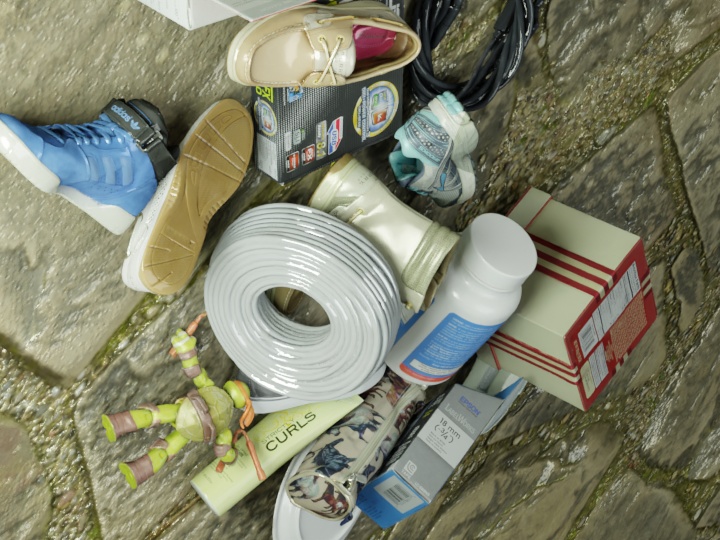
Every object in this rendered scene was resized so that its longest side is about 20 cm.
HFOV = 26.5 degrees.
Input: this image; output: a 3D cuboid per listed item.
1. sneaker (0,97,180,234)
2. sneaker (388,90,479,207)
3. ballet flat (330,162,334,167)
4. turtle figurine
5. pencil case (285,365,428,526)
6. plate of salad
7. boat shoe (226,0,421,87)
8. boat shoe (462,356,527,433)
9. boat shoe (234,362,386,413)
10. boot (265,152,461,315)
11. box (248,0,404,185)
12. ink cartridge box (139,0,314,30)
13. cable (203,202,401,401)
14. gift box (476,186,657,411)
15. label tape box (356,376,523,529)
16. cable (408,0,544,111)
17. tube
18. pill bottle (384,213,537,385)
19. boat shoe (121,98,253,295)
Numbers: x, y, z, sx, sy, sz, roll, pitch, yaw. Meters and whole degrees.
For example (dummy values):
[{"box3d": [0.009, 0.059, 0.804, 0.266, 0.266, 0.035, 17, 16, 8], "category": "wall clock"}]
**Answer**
[{"box3d": [-0.227, -0.112, 1.287, 0.111, 0.077, 0.200, -50, 147, 2], "category": "sneaker"}, {"box3d": [0.068, -0.117, 1.596, 0.086, 0.078, 0.200, -28, 158, -8], "category": "sneaker"}, {"box3d": [0.007, -0.048, 1.604, 0.067, 0.067, 0.200, -39, 143, 4], "category": "ballet flat"}, {"box3d": [-0.167, 0.156, 1.532, 0.161, 0.064, 0.200, -27, 116, -23], "category": "turtle figurine"}, {"box3d": [0.001, 0.187, 1.684, 0.200, 0.089, 0.078, -52, 123, -40], "category": "pencil case"}, {"box3d": [-0.046, 0.249, 1.765, 0.200, 0.048, 0.201, -33, 133, -44], "category": "plate of salad"}, {"box3d": [-0.027, -0.200, 1.374, 0.200, 0.069, 0.074, -21, 130, -37], "category": "boat shoe"}, {"box3d": [0.179, 0.121, 1.917, 0.201, 0.070, 0.072, -57, 162, -1], "category": "boat shoe"}, {"box3d": [-0.050, 0.097, 1.648, 0.200, 0.070, 0.066, -10, 125, -34], "category": "boat shoe"}, {"box3d": [0.000, 0.000, 1.528, 0.200, 0.154, 0.072, -60, 173, 34], "category": "boot"}, {"box3d": [-0.031, -0.200, 1.464, 0.160, 0.044, 0.200, -26, 134, -32], "category": "box"}, {"box3d": [-0.067, -0.247, 1.285, 0.200, 0.173, 0.044, -25, 133, -33], "category": "ink cartridge box"}, {"box3d": [-0.060, 0.033, 1.485, 0.200, 0.200, 0.069, -51, -174, 41], "category": "cable"}, {"box3d": [0.209, 0.035, 1.774, 0.200, 0.187, 0.185, -45, 142, -23], "category": "gift box"}, {"box3d": [0.085, 0.193, 1.764, 0.200, 0.063, 0.144, -50, -177, -30], "category": "label tape box"}, {"box3d": [0.119, -0.255, 1.580, 0.200, 0.051, 0.163, -52, 142, -4], "category": "cable"}, {"box3d": [-0.094, 0.183, 1.661, 0.200, 0.058, 0.052, -38, 178, -14], "category": "tube"}, {"box3d": [0.105, 0.029, 1.650, 0.112, 0.112, 0.200, -15, 156, -40], "category": "pill bottle"}, {"box3d": [-0.166, -0.071, 1.399, 0.071, 0.069, 0.200, 41, 65, -33], "category": "boat shoe"}]
